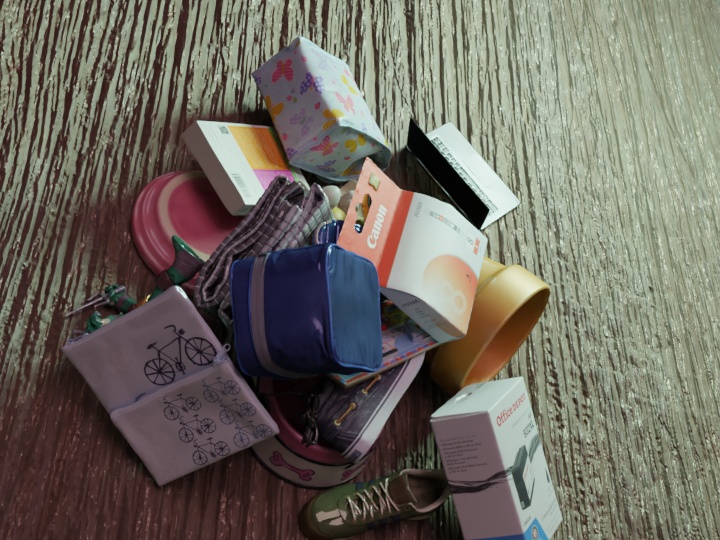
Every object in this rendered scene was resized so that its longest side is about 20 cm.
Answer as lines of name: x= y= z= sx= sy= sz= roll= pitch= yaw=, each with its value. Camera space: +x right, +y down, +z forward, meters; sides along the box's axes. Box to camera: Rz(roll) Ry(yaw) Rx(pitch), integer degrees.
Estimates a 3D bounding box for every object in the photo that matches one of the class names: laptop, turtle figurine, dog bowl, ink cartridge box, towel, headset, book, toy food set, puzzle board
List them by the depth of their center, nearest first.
headset: x=-0.145 y=0.166 z=1.168 sx=0.199 sy=0.124 sz=0.094 roll=-7 pitch=59 yaw=9
turtle figurine: x=-0.269 y=0.049 z=1.214 sx=0.200 sy=0.150 sz=0.101 roll=-46 pitch=109 yaw=-4
ink cartridge box: x=0.069 y=-0.032 z=1.261 sx=0.200 sy=0.050 sz=0.163 roll=42 pitch=47 yaw=-29
towel: x=-0.116 y=-0.015 z=1.264 sx=0.085 sy=0.166 sz=0.200 roll=32 pitch=81 yaw=13
ink cartridge box: x=0.173 y=0.252 z=1.277 sx=0.145 sy=0.083 sz=0.201 roll=-25 pitch=99 yaw=-61
puzzle board: x=0.005 y=0.073 z=1.283 sx=0.199 sy=0.017 sz=0.150 roll=-21 pitch=38 yaw=-38
dog bowl: x=-0.053 y=0.168 z=1.287 sx=0.199 sy=0.074 sz=0.201 roll=15 pitch=53 yaw=-21
book: x=-0.147 y=-0.138 z=1.405 sx=0.134 sy=0.048 sz=0.200 roll=58 pitch=22 yaw=12
toy food set: x=-0.008 y=-0.071 z=1.447 sx=0.144 sy=0.060 sz=0.200 roll=52 pitch=22 yaw=10
laptop: x=0.171 y=-0.170 z=1.628 sx=0.200 sy=0.116 sz=0.188 roll=-32 pitch=79 yaw=-41

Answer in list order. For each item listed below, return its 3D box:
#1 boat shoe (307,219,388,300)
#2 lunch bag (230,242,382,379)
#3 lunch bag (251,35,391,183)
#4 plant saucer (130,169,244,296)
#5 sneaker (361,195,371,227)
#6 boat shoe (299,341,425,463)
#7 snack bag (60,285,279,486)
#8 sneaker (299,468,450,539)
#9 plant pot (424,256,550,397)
boat shoe: x=0.000 y=0.000 z=1.271 sx=0.200 sy=0.072 sz=0.073 roll=29 pitch=59 yaw=-38
lunch bag: x=-0.061 y=0.050 z=1.133 sx=0.200 sy=0.132 sz=0.137 roll=27 pitch=58 yaw=-69
lunch bag: x=-0.049 y=-0.227 z=1.529 sx=0.200 sy=0.127 sz=0.170 roll=11 pitch=50 yaw=-58
plant saucer: x=-0.205 y=-0.059 z=1.369 sx=0.200 sy=0.051 sz=0.201 roll=15 pitch=53 yaw=-21
sneaker: x=0.046 y=-0.068 z=1.402 sx=0.078 sy=0.077 sz=0.200 roll=50 pitch=22 yaw=-20
boat shoe: x=0.006 y=0.134 z=1.248 sx=0.091 sy=0.071 sz=0.200 roll=38 pitch=48 yaw=-3
snack bag: x=-0.210 y=0.128 z=1.109 sx=0.201 sy=0.188 sz=0.021 roll=58 pitch=27 yaw=-12
sneaker: x=0.028 y=0.277 z=1.247 sx=0.199 sy=0.090 sz=0.067 roll=-2 pitch=61 yaw=-32
plant pot: x=0.130 y=0.048 z=1.414 sx=0.183 sy=0.201 sz=0.200 roll=39 pitch=46 yaw=20
